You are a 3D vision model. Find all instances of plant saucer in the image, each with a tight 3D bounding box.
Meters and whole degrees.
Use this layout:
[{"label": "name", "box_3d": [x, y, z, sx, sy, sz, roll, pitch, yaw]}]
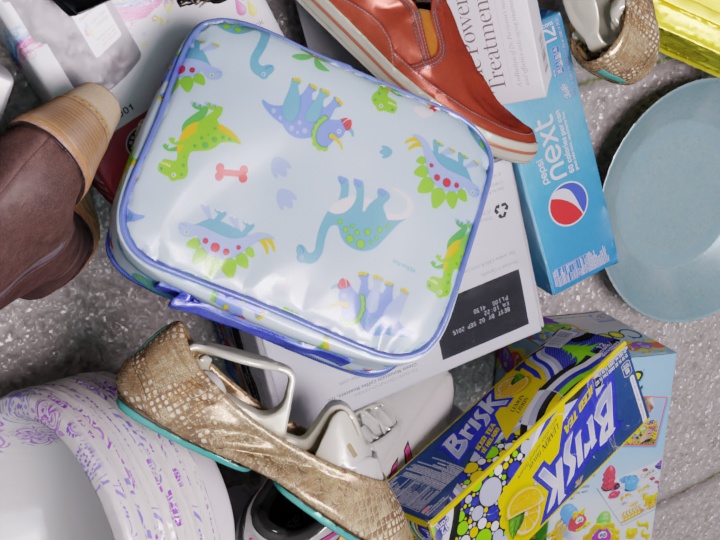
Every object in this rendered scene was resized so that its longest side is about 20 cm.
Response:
[{"label": "plant saucer", "box_3d": [0.267, -0.058, 0.978, 0.199, 0.039, 0.203, -8, 108, -23]}]

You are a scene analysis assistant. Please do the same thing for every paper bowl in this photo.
[{"label": "paper bowl", "box_3d": [-0.156, 0.164, 0.757, 0.104, 0.200, 0.203, -12, 113, -44]}]

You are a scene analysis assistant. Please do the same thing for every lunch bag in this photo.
[{"label": "lunch bag", "box_3d": [-0.036, -0.036, 0.678, 0.198, 0.082, 0.162, 21, 74, -12]}]

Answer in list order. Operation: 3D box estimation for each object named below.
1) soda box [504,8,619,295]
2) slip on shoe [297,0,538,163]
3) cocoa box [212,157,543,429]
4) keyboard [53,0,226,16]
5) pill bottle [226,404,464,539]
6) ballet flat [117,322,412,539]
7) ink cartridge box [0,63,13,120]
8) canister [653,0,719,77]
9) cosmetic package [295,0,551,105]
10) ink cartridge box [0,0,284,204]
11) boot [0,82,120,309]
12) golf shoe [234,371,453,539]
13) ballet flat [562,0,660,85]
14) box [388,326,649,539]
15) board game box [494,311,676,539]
[{"label": "soda box", "box_3d": [0.128, -0.088, 0.885, 0.064, 0.068, 0.202, -25, 115, -14]}, {"label": "slip on shoe", "box_3d": [0.037, -0.138, 0.732, 0.200, 0.074, 0.061, 41, 104, -8]}, {"label": "cocoa box", "box_3d": [0.000, 0.000, 0.816, 0.198, 0.131, 0.135, -21, 112, -18]}, {"label": "keyboard", "box_3d": [-0.092, -0.198, 0.679, 0.199, 0.040, 0.105, -28, 92, -15]}, {"label": "pill bottle", "box_3d": [-0.007, 0.175, 0.880, 0.198, 0.111, 0.112, -14, 112, -20]}, {"label": "ballet flat", "box_3d": [-0.042, 0.094, 0.686, 0.199, 0.071, 0.066, 31, 93, -14]}, {"label": "ink cartridge box", "box_3d": [-0.317, -0.080, 0.668, 0.198, 0.084, 0.147, 17, 98, -29]}, {"label": "canister", "box_3d": [0.279, -0.254, 0.880, 0.147, 0.087, 0.202, 22, 95, -6]}, {"label": "cosmetic package", "box_3d": [0.030, -0.198, 0.770, 0.149, 0.052, 0.202, -8, 113, 18]}, {"label": "ink cartridge box", "box_3d": [-0.145, -0.162, 0.724, 0.145, 0.083, 0.201, -35, 118, -11]}, {"label": "boot", "box_3d": [-0.209, -0.004, 0.666, 0.072, 0.200, 0.167, 34, 50, -3]}, {"label": "golf shoe", "box_3d": [-0.001, 0.125, 0.790, 0.072, 0.092, 0.200, 39, 62, 12]}, {"label": "ballet flat", "box_3d": [0.159, -0.227, 0.823, 0.065, 0.070, 0.202, -10, 84, -43]}, {"label": "box", "box_3d": [0.103, 0.123, 0.798, 0.199, 0.064, 0.071, -37, 118, -27]}, {"label": "board game box", "box_3d": [0.170, 0.147, 0.959, 0.104, 0.103, 0.202, -3, 108, -23]}]
